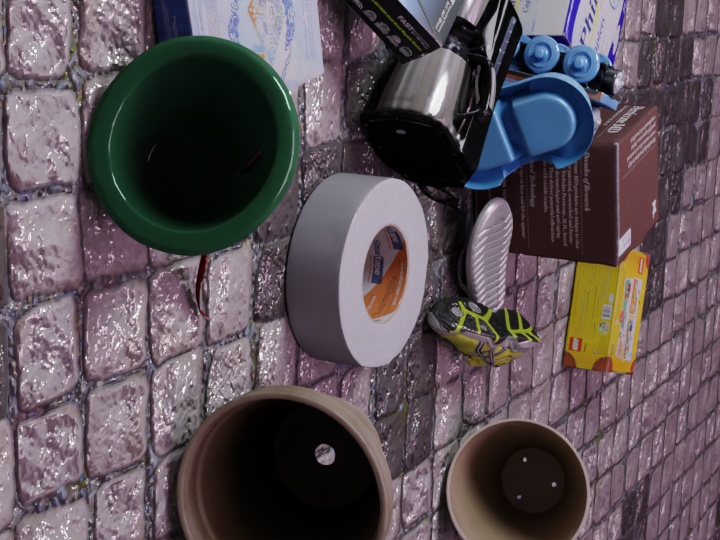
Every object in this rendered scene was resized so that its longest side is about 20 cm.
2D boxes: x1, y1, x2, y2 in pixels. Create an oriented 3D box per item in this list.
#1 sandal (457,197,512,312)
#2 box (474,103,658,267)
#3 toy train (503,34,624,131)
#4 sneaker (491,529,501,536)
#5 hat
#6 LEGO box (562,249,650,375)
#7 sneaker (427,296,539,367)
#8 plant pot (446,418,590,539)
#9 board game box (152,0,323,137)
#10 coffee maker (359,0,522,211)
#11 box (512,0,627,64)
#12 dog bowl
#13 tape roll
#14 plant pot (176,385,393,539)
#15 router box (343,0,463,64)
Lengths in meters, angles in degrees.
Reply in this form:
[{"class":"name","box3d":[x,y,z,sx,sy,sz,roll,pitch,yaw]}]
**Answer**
[{"class":"sandal","box3d":[0.150,-0.010,1.718,0.082,0.050,0.204,-37,143,-34]},{"class":"box","box3d":[0.267,-0.120,1.743,0.166,0.198,0.166,-38,129,-53]},{"class":"toy train","box3d":[0.219,-0.225,1.637,0.086,0.198,0.115,2,105,-63]},{"class":"sneaker","box3d":[0.160,0.447,1.811,0.089,0.078,0.202,10,73,-35]},{"class":"hat","box3d":[-0.139,-0.087,1.144,0.201,0.165,0.176,-51,179,-1]},{"class":"LEGO box","box3d":[0.395,0.061,2.150,0.149,0.076,0.202,12,87,-62]},{"class":"sneaker","box3d":[0.149,0.089,1.707,0.199,0.076,0.077,18,122,-46]},{"class":"plant pot","box3d":[0.225,0.291,1.817,0.200,0.185,0.190,16,83,-75]},{"class":"board game box","box3d":[-0.107,-0.244,1.182,0.199,0.043,0.202,-37,128,-51]},{"class":"coffee maker","box3d":[0.093,-0.207,1.502,0.192,0.133,0.202,89,20,-68]},{"class":"box","box3d":[0.274,-0.351,1.795,0.200,0.104,0.186,34,66,-58]},{"class":"dog bowl","box3d":[0.183,-0.169,1.587,0.112,0.198,0.050,66,28,-18]},{"class":"tape roll","box3d":[0.000,0.000,1.420,0.200,0.066,0.203,-23,116,-57]},{"class":"plant pot","box3d":[-0.052,0.196,1.272,0.173,0.198,0.203,-26,121,-75]},{"class":"router box","box3d":[0.048,-0.336,1.366,0.150,0.062,0.201,42,57,-28]}]
